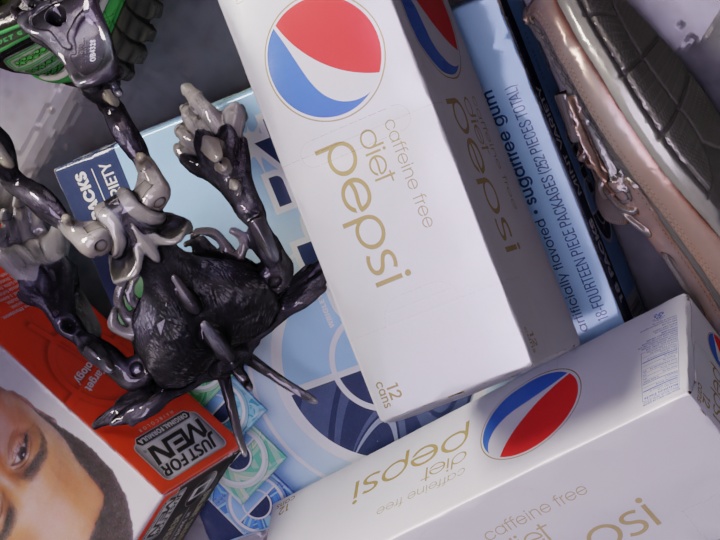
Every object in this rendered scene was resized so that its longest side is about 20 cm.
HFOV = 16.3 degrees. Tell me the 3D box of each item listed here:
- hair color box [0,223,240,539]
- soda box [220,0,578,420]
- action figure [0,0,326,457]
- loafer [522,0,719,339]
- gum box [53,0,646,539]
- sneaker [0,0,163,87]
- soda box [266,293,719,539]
[{"bbox_3d":[-0.155,0.049,1.029,0.200,0.061,0.102,40,123,13],"label":"hair color box"},{"bbox_3d":[0.010,-0.051,0.923,0.064,0.068,0.200,-23,87,20],"label":"soda box"},{"bbox_3d":[-0.086,-0.022,0.954,0.119,0.102,0.200,-32,126,1],"label":"action figure"},{"bbox_3d":[0.120,-0.022,0.961,0.063,0.072,0.200,-36,95,27],"label":"loafer"},{"bbox_3d":[0.000,0.000,1.010,0.200,0.045,0.170,-21,96,18],"label":"gum box"},{"bbox_3d":[-0.104,-0.155,0.951,0.078,0.085,0.200,56,132,44],"label":"sneaker"},{"bbox_3d":[0.058,0.091,0.963,0.200,0.064,0.068,-29,118,24],"label":"soda box"}]
